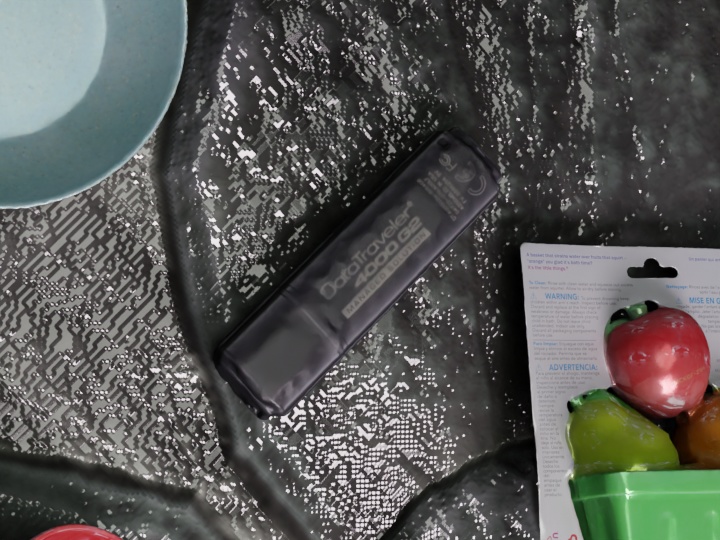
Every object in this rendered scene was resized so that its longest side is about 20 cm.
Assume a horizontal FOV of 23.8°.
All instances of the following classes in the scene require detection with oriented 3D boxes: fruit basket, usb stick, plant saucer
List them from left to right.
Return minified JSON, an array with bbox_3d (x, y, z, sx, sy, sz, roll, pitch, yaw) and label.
[{"bbox_3d":[-0.191,-0.131,0.889,0.200,0.039,0.202,0,89,-21],"label":"plant saucer"},{"bbox_3d":[0.000,0.000,0.962,0.055,0.033,0.200,47,74,-6],"label":"usb stick"},{"bbox_3d":[0.179,0.085,1.013,0.185,0.094,0.201,1,72,-22],"label":"fruit basket"}]

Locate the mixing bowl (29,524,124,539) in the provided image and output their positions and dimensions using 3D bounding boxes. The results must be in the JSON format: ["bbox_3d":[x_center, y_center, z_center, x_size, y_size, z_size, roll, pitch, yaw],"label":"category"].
[{"bbox_3d":[-0.163,0.233,0.828,0.200,0.108,0.201,45,35,-46],"label":"mixing bowl"}]
